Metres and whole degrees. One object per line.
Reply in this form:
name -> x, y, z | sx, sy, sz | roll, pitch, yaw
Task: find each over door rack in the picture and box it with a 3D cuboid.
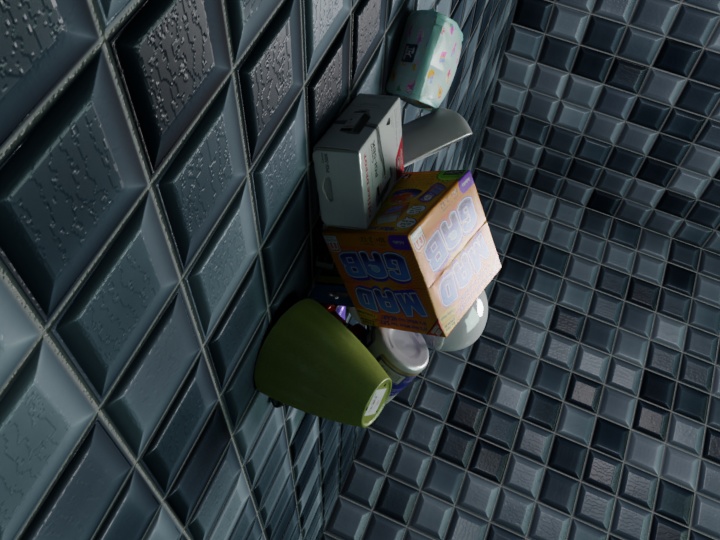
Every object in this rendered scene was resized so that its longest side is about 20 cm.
over door rack -> -0.017, -0.113, 1.367 | 0.149, 0.065, 0.202 | 97, 16, -48

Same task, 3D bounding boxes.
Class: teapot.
teapot -> 0.167, 0.051, 1.429 | 0.194, 0.200, 0.148 | -21, 138, -27

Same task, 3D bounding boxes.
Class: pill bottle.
pill bottle -> 0.027, 0.191, 1.370 | 0.200, 0.119, 0.120 | -48, -177, 34

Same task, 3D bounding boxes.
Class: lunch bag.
lunch bag -> 0.130, -0.411, 1.434 | 0.200, 0.120, 0.174 | -45, 155, -79

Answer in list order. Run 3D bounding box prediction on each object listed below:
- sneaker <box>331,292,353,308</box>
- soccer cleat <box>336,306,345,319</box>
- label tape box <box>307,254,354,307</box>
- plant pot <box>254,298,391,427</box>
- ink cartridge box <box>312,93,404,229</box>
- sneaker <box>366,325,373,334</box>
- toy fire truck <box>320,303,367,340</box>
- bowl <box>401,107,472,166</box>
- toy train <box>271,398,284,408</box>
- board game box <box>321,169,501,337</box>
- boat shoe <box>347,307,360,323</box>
sneaker -> 0.003, 0.047, 1.498 | 0.075, 0.199, 0.082 | 42, 79, -38
soccer cleat -> -0.053, 0.159, 1.665 | 0.068, 0.072, 0.204 | -50, 158, -61
label tape box -> 0.000, 0.000, 1.428 | 0.063, 0.142, 0.203 | 50, 56, -42
plant pot -> -0.051, 0.181, 1.259 | 0.187, 0.198, 0.189 | -44, 151, -33
ink cartridge box -> 0.003, -0.184, 1.212 | 0.201, 0.081, 0.149 | -59, 151, -46
sneaker -> 0.052, 0.109, 1.505 | 0.202, 0.068, 0.110 | -73, 170, -49
toy fire truck -> -0.076, 0.168, 1.509 | 0.169, 0.111, 0.201 | -51, 164, -15
bowl -> 0.112, -0.261, 1.472 | 0.197, 0.076, 0.200 | -25, -177, -10
toy train -> -0.090, 0.226, 1.447 | 0.197, 0.035, 0.046 | -21, 160, -27
board game box -> 0.093, -0.035, 1.268 | 0.200, 0.197, 0.203 | -44, 123, -34
boat shoe -> 0.008, 0.069, 1.823 | 0.061, 0.071, 0.203 | -58, 161, -28
